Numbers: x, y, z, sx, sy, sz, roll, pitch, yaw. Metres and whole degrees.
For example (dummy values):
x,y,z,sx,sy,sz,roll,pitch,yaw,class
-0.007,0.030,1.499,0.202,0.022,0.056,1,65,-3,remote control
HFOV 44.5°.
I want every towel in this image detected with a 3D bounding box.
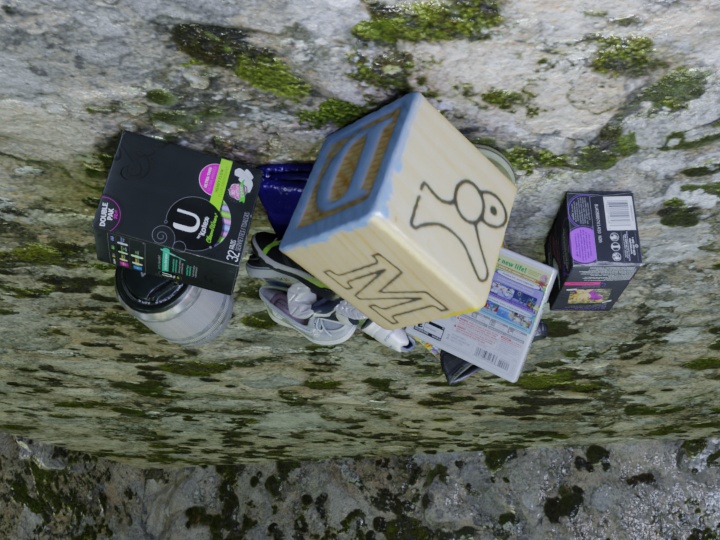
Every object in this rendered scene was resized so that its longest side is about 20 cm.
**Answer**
x,y,z,sx,sy,sz,roll,pitch,yaw,class
-0.077,-0.094,1.321,0.144,0.051,0.201,-2,158,5,towel

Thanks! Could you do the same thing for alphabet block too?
x,y,z,sx,sy,sz,roll,pitch,yaw,class
0.050,-0.067,1.109,0.199,0.198,0.195,38,149,-28,alphabet block

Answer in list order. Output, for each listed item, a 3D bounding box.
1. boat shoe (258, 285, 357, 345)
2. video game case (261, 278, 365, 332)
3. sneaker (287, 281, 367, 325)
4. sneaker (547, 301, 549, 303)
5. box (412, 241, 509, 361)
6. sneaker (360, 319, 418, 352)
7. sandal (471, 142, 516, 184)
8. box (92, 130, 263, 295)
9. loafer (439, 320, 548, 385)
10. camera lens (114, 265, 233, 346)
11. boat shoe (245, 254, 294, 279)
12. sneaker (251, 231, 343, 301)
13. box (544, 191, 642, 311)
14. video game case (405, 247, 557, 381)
x,y,z,sx,sy,sz,roll,pitch,yaw,class
-0.095,0.073,1.550,0.199,0.075,0.065,20,159,35,boat shoe
-0.073,0.053,1.603,0.180,0.022,0.200,4,150,42,video game case
-0.008,0.045,1.433,0.196,0.081,0.129,-13,172,31,sneaker
0.388,0.015,1.558,0.081,0.072,0.198,-29,-162,-39,sneaker
0.191,0.055,1.532,0.189,0.124,0.200,-19,155,16,box
0.064,0.104,1.526,0.075,0.087,0.200,-49,169,16,sneaker
0.130,-0.139,1.183,0.199,0.059,0.079,21,149,-37,sandal
-0.249,-0.075,1.206,0.196,0.151,0.125,15,157,-7,box
0.229,0.140,1.493,0.198,0.072,0.068,-23,154,23,loafer
-0.313,0.031,1.495,0.156,0.163,0.200,-3,158,11,camera lens
-0.132,-0.022,1.485,0.068,0.058,0.198,-19,-166,-37,boat shoe
-0.078,-0.030,1.340,0.198,0.084,0.071,27,-153,23,sneaker
0.357,-0.025,1.371,0.103,0.125,0.201,0,159,1,box
0.186,0.049,1.379,0.197,0.186,0.022,23,-170,25,video game case
